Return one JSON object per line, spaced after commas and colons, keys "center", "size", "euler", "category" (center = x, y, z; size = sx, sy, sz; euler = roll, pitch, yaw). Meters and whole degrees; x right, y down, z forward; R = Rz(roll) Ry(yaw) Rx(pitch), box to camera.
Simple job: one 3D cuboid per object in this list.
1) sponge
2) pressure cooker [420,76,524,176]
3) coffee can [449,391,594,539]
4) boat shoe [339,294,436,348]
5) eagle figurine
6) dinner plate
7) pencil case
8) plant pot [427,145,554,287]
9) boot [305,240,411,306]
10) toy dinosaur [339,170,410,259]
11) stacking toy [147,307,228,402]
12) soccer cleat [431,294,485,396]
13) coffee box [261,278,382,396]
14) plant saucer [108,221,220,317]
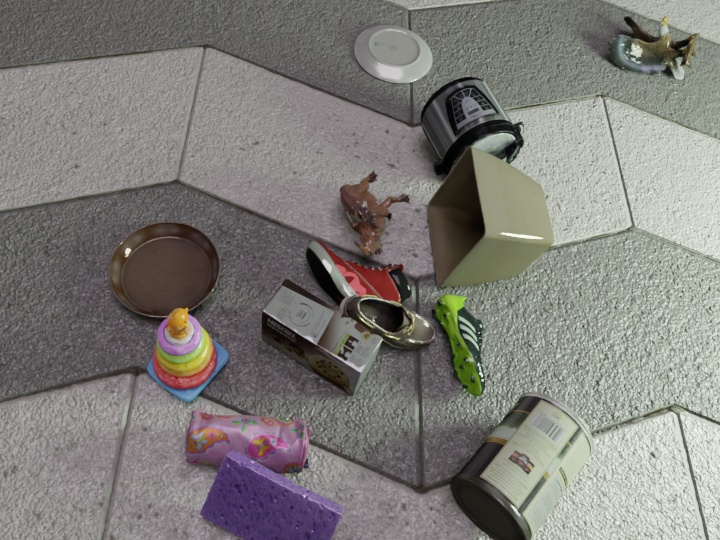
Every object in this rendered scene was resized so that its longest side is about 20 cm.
{"center": [-0.135, 0.365, 0.968], "size": [0.198, 0.030, 0.113], "euler": [25, 101, 6], "category": "sponge"}
{"center": [0.240, -0.284, 1.359], "size": [0.177, 0.176, 0.202], "euler": [-2, 58, -38], "category": "pressure cooker"}
{"center": [0.261, 0.318, 1.028], "size": [0.146, 0.147, 0.200], "euler": [42, 62, 15], "category": "coffee can"}
{"center": [0.060, 0.092, 1.139], "size": [0.198, 0.059, 0.073], "euler": [22, 72, -25], "category": "boat shoe"}
{"center": [0.764, -0.585, 1.664], "size": [0.198, 0.153, 0.151], "euler": [13, 9, 33], "category": "eagle figurine"}
{"center": [0.082, -0.540, 1.570], "size": [0.197, 0.024, 0.203], "euler": [4, 59, -6], "category": "dinner plate"}
{"center": [-0.178, 0.273, 1.023], "size": [0.197, 0.088, 0.089], "euler": [6, 59, -7], "category": "pencil case"}
{"center": [0.258, -0.090, 1.247], "size": [0.174, 0.200, 0.202], "euler": [7, 58, -18], "category": "plant pot"}
{"center": [0.000, 0.000, 1.218], "size": [0.144, 0.073, 0.200], "euler": [-37, 80, -26], "category": "boot"}
{"center": [0.002, -0.125, 1.256], "size": [0.134, 0.087, 0.200], "euler": [-21, 50, -33], "category": "toy dinosaur"}
{"center": [-0.287, 0.114, 1.027], "size": [0.109, 0.201, 0.116], "euler": [34, 61, 11], "category": "stacking toy"}
{"center": [0.198, 0.131, 1.177], "size": [0.080, 0.068, 0.202], "euler": [-3, 59, -25], "category": "soccer cleat"}
{"center": [-0.071, 0.117, 1.111], "size": [0.198, 0.113, 0.080], "euler": [31, 60, 9], "category": "coffee box"}
{"center": [-0.358, 0.002, 1.178], "size": [0.197, 0.035, 0.203], "euler": [4, 59, -7], "category": "plant saucer"}
